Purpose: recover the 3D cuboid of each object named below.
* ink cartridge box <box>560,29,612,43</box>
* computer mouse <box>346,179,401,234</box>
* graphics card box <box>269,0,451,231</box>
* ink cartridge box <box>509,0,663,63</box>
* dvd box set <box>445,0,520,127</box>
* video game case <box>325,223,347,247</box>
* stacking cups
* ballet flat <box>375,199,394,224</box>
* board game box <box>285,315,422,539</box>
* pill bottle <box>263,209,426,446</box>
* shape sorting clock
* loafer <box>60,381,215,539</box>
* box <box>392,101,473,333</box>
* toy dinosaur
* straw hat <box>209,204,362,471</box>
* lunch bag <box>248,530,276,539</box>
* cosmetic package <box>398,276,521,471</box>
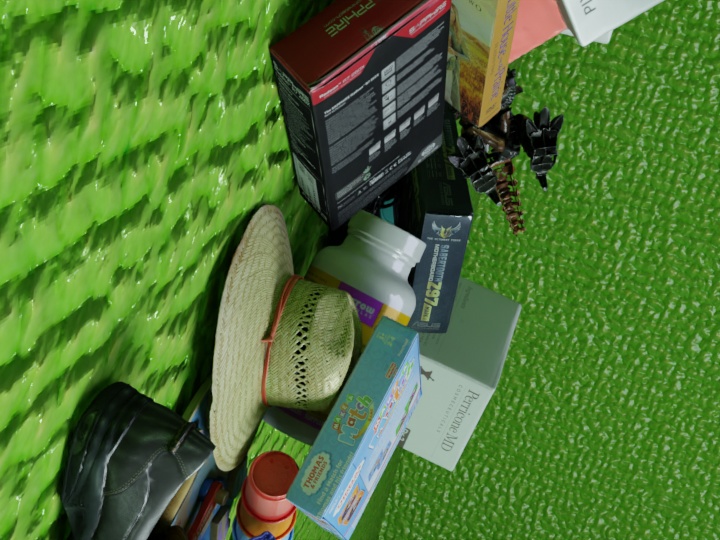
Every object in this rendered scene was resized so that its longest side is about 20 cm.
[{"bbox_3d":[0.129,-0.286,0.758,0.085,0.196,0.146,-71,174,-52],"label":"ink cartridge box"},{"bbox_3d":[0.000,0.000,0.966,0.139,0.052,0.204,-51,145,-59],"label":"computer mouse"},{"bbox_3d":[0.005,-0.123,0.689,0.125,0.051,0.201,-39,159,-13],"label":"graphics card box"},{"bbox_3d":[0.123,-0.251,0.673,0.201,0.172,0.044,55,12,-32],"label":"ink cartridge box"},{"bbox_3d":[0.050,-0.205,0.671,0.029,0.146,0.201,-42,163,-13],"label":"dvd box set"},{"bbox_3d":[-0.011,-0.042,1.010,0.143,0.019,0.203,-40,147,-72],"label":"video game case"},{"bbox_3d":[-0.080,0.211,0.772,0.201,0.060,0.061,105,9,-57],"label":"stacking cups"},{"bbox_3d":[0.033,-0.039,1.106,0.073,0.072,0.204,85,7,-68],"label":"ballet flat"},{"bbox_3d":[0.003,0.138,0.766,0.153,0.036,0.200,-61,167,-16],"label":"board game box"},{"bbox_3d":[-0.016,0.051,0.840,0.203,0.103,0.104,-64,170,0],"label":"pill bottle"},{"bbox_3d":[-0.121,0.168,0.723,0.200,0.039,0.203,20,89,-81],"label":"shape sorting clock"},{"bbox_3d":[-0.134,0.165,0.541,0.073,0.071,0.203,-56,163,-60],"label":"loafer"},{"bbox_3d":[0.070,-0.063,0.961,0.202,0.050,0.160,-94,-173,-47],"label":"box"},{"bbox_3d":[0.130,-0.130,0.880,0.102,0.200,0.136,-38,-156,10],"label":"toy dinosaur"},{"bbox_3d":[-0.043,0.057,0.709,0.201,0.083,0.205,9,90,-79],"label":"straw hat"},{"bbox_3d":[-0.123,0.306,0.643,0.171,0.124,0.199,-56,161,23],"label":"lunch bag"},{"bbox_3d":[0.072,0.106,1.178,0.166,0.197,0.166,-59,171,-48],"label":"cosmetic package"}]
